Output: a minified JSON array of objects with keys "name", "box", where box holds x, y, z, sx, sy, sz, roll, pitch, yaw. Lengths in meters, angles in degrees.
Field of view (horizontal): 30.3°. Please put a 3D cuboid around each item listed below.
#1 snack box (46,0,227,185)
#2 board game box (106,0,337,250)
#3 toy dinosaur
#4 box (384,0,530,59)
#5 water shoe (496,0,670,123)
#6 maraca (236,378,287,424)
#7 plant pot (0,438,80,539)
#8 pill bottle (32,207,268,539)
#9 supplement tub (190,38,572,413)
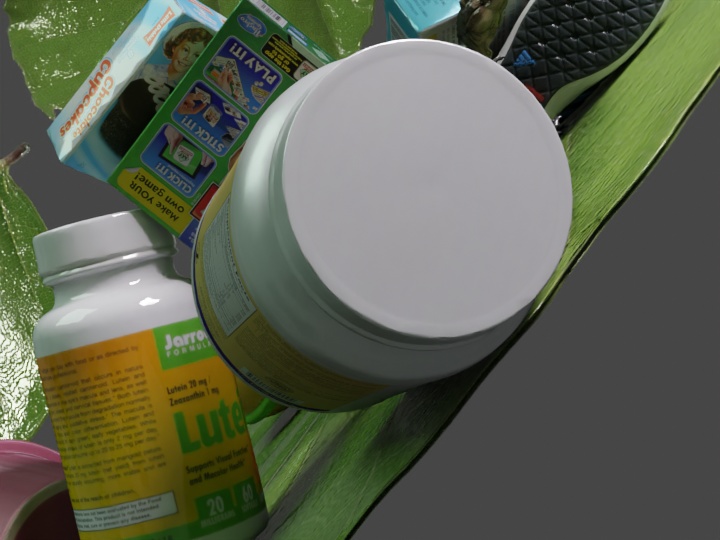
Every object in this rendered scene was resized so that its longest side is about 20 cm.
[{"name":"snack box","box":[-0.079,-0.084,0.822,0.116,0.199,0.037,-48,50,17]},{"name":"board game box","box":[-0.025,-0.040,0.754,0.135,0.200,0.029,-49,8,18]},{"name":"toy dinosaur","box":[0.067,-0.076,0.821,0.201,0.088,0.047,-66,-20,3]},{"name":"box","box":[0.114,-0.190,0.891,0.199,0.049,0.082,-27,-27,-11]},{"name":"water shoe","box":[0.127,-0.140,0.883,0.200,0.071,0.079,-46,-2,21]},{"name":"maraca","box":[-0.091,0.045,1.130,0.138,0.106,0.200,-60,30,20]},{"name":"plant pot","box":[-0.218,0.206,0.881,0.179,0.200,0.200,-20,27,50]},{"name":"pill bottle","box":[-0.130,0.069,0.788,0.110,0.202,0.111,-14,0,0]},{"name":"supplement tub","box":[0.003,-0.014,0.619,0.146,0.145,0.200,-52,5,-18]}]
